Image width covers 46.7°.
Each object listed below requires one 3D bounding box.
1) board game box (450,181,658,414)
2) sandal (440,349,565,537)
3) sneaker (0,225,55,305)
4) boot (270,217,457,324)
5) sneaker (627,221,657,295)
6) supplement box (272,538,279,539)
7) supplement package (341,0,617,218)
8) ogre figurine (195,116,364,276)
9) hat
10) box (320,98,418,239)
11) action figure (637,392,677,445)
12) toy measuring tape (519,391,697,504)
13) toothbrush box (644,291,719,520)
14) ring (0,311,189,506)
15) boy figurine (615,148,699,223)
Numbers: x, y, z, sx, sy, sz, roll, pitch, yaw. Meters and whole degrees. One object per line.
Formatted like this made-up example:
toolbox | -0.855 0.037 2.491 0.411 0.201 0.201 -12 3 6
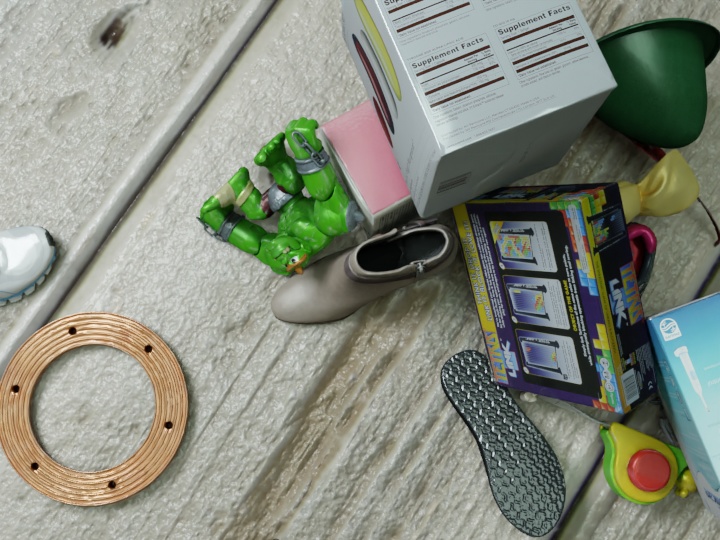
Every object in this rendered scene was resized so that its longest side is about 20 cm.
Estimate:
board game box | 0.178 0.021 0.782 0.057 0.165 0.200 -24 107 -30
sandal | 0.150 0.176 0.868 0.075 0.048 0.201 -24 71 -3
sneaker | -0.414 0.008 0.856 0.200 0.087 0.075 -25 82 -6
boot | 0.000 0.000 0.833 0.200 0.146 0.070 -23 85 -4
sneaker | 0.246 0.040 0.869 0.080 0.075 0.200 22 83 2
supplement box | -0.158 0.347 0.801 0.200 0.110 0.086 -23 84 -4
supplement package | 0.085 -0.180 0.709 0.147 0.191 0.200 -22 80 -5
ogre figurine | -0.076 -0.063 0.841 0.200 0.098 0.120 -39 103 26
hat | 0.308 -0.131 0.837 0.200 0.166 0.176 -4 71 -20
box | 0.070 -0.132 0.862 0.200 0.128 0.109 -29 83 -5
action figure | 0.375 0.108 0.866 0.200 0.069 0.130 -13 89 1
toy measuring tape | 0.250 0.188 0.852 0.200 0.074 0.074 22 82 2
toothbrush box | 0.332 0.125 0.766 0.085 0.146 0.200 -20 80 8
ring | -0.279 0.143 0.873 0.200 0.019 0.201 0 81 -1
boy figurine | 0.236 -0.068 0.846 0.200 0.124 0.065 -16 86 21
